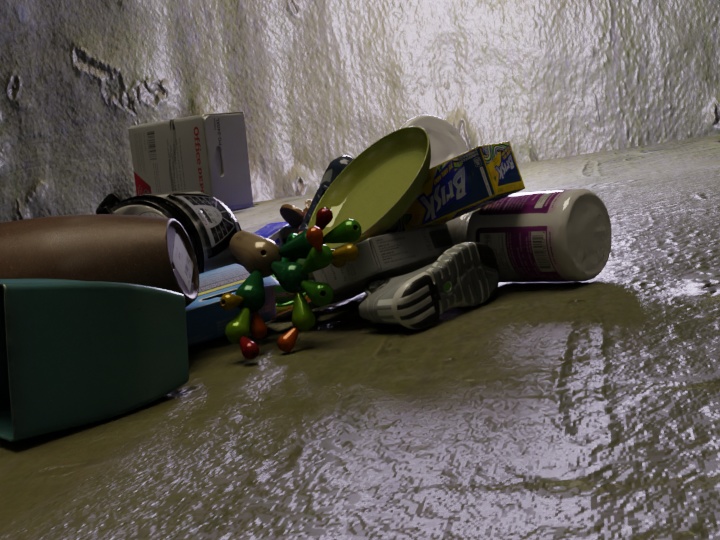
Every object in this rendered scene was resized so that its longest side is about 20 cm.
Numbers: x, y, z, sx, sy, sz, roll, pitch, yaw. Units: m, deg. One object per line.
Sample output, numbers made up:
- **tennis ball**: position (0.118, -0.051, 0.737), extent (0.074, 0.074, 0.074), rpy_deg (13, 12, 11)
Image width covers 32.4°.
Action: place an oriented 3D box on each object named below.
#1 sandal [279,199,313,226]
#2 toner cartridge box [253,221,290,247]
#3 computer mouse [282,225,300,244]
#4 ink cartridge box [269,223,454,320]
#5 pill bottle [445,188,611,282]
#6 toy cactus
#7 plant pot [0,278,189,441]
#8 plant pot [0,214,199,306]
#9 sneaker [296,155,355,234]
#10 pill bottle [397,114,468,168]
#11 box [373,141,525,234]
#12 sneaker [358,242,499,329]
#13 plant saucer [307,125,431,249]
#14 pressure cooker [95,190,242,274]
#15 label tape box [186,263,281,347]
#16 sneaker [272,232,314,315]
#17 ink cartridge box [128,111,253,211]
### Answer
- **sandal**: position (-0.054, -0.073, 1.827), extent (0.077, 0.070, 0.212), rpy_deg (25, -14, 27)
- **toner cartridge box**: position (-0.125, -0.012, 1.787), extent (0.043, 0.096, 0.200), rpy_deg (-8, 9, 8)
- **computer mouse**: position (-0.025, -0.024, 1.724), extent (0.199, 0.034, 0.059), rpy_deg (22, -19, 25)
- **ink cartridge box**: position (0.000, 0.000, 1.524), extent (0.173, 0.044, 0.199), rpy_deg (-23, -5, 32)
- **pill bottle**: position (0.204, -0.041, 1.548), extent (0.199, 0.113, 0.112), rpy_deg (0, 12, 45)
- **toy cactus**: position (-0.095, -0.003, 1.385), extent (0.165, 0.102, 0.200), rpy_deg (31, 77, 42)
- **plant pot**: position (-0.276, 0.074, 1.215), extent (0.199, 0.143, 0.141), rpy_deg (-5, 4, -36)
- **plant pot**: position (-0.286, 0.013, 1.372), extent (0.198, 0.189, 0.187), rpy_deg (-14, 7, 10)
- **sneaker**: position (-0.052, -0.055, 1.649), extent (0.070, 0.202, 0.082), rpy_deg (23, 17, 31)
- **pill bottle**: position (0.062, -0.128, 1.738), extent (0.110, 0.112, 0.200), rpy_deg (-13, -13, -27)
- **box**: position (0.102, -0.095, 1.537), extent (0.199, 0.065, 0.070), rpy_deg (-23, -6, 43)
- **sneaker**: position (0.069, 0.016, 1.446), extent (0.115, 0.076, 0.199), rpy_deg (-5, 9, 40)
- **plant saucer**: position (0.017, -0.094, 1.528), extent (0.199, 0.031, 0.201), rpy_deg (-36, 27, 22)
- **pressure cooker**: position (-0.267, -0.017, 1.680), extent (0.174, 0.181, 0.200), rpy_deg (6, 9, 23)
- **label tape box**: position (-0.183, 0.048, 1.509), extent (0.142, 0.067, 0.200), rpy_deg (-17, 13, -19)
- **sneaker**: position (-0.050, -0.024, 1.588), extent (0.200, 0.084, 0.074), rpy_deg (-41, 12, -20)
- **ink cartridge box**: position (-0.257, -0.158, 1.877), extent (0.083, 0.147, 0.199), rpy_deg (-11, 7, -44)
